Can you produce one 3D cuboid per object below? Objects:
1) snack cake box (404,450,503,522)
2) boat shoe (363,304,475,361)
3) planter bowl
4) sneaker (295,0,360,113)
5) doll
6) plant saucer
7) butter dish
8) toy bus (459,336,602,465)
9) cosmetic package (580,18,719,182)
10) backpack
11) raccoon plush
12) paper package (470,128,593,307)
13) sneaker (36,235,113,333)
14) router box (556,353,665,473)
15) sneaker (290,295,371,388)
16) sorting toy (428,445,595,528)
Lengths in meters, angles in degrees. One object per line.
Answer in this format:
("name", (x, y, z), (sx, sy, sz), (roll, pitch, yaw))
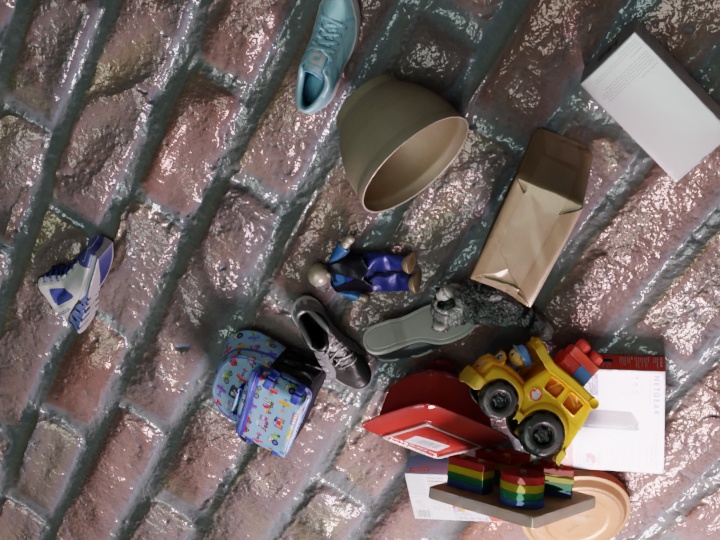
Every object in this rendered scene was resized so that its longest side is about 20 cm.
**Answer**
("snack cake box", (0.188, 0.390, 1.740), (0.196, 0.068, 0.117), (-2, 121, 18))
("boat shoe", (0.104, 0.110, 1.637), (0.197, 0.075, 0.060), (-18, 152, 8))
("planter bowl", (0.047, -0.205, 1.439), (0.201, 0.199, 0.136), (-48, 69, 30))
("sneaker", (-0.052, -0.328, 1.455), (0.073, 0.082, 0.203), (18, 120, 7))
("doll", (0.000, 0.000, 1.621), (0.197, 0.049, 0.138), (-3, 124, 26))
("plant saucer", (0.379, 0.431, 1.693), (0.196, 0.033, 0.203), (0, 126, 0))
("butter dish", (0.131, 0.225, 1.643), (0.198, 0.150, 0.198), (24, 149, -27))
("toy bus", (0.282, 0.175, 1.522), (0.199, 0.136, 0.193), (39, 93, -4))
("cosmetic package", (0.416, -0.239, 1.351), (0.200, 0.085, 0.107), (44, 120, -8))
("backpack", (-0.182, 0.215, 1.739), (0.198, 0.135, 0.184), (28, 120, 5))
("raccoon plush", (0.204, 0.084, 1.565), (0.200, 0.097, 0.134), (46, 114, -7))
("paper package", (0.256, -0.081, 1.415), (0.102, 0.201, 0.193), (24, 121, 5))
("sneaker", (-0.539, 0.016, 1.780), (0.114, 0.081, 0.201), (27, 122, 0))
("router box", (0.419, 0.239, 1.609), (0.176, 0.049, 0.203), (0, 115, 17))
("sneaker", (-0.053, 0.139, 1.661), (0.075, 0.116, 0.201), (-40, 100, 4))
("sorting toy", (0.244, 0.335, 1.525), (0.196, 0.198, 0.071), (6, 92, 41))
